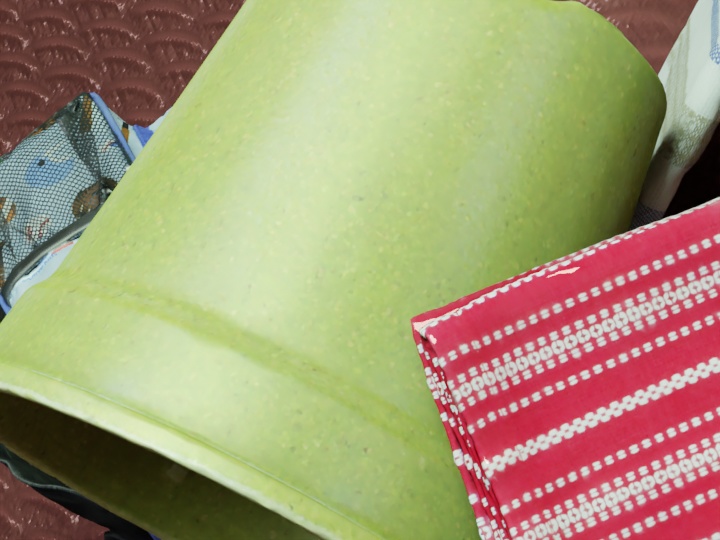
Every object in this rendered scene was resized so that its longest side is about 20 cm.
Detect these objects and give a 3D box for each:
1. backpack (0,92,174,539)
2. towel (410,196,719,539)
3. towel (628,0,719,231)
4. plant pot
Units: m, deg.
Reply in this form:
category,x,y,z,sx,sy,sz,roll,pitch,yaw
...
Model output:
category,x,y,z,sx,sy,sz,roll,pitch,yaw
backpack,-0.055,0.040,1.083,0.154,0.200,0.191,-35,40,10
towel,0.112,0.080,0.795,0.144,0.201,0.022,-21,-8,-2
towel,0.129,-0.087,0.982,0.201,0.024,0.147,-62,1,17
plant pot,0.000,0.000,0.906,0.200,0.200,0.185,8,67,56
